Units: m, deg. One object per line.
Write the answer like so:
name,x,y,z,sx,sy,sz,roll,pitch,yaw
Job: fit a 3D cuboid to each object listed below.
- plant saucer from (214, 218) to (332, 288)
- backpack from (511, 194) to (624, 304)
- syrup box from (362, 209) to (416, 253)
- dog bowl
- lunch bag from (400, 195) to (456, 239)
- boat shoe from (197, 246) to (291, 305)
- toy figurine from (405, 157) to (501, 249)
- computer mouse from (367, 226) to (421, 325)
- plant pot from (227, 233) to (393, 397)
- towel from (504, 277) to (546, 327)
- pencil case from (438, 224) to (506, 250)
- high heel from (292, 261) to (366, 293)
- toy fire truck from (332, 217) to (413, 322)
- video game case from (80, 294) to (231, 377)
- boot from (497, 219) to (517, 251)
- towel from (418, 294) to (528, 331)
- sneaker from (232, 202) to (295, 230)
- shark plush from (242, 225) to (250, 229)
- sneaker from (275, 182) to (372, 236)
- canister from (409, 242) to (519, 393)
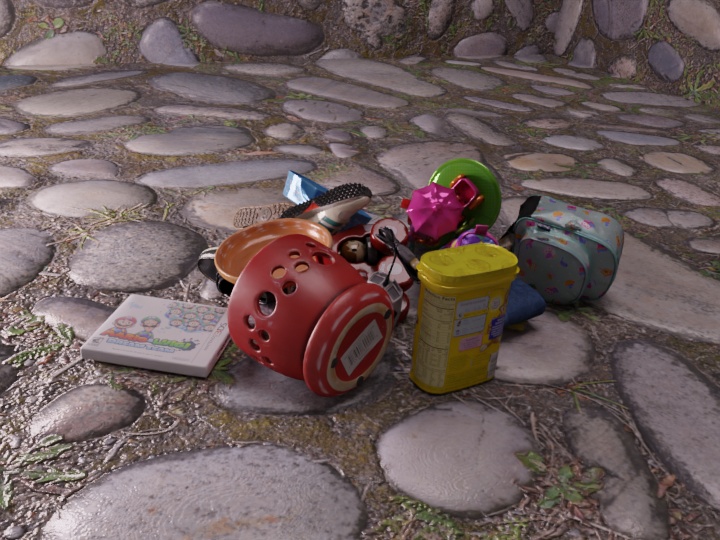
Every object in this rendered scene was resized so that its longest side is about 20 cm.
plant saucer,-0.143,-0.024,1.286,0.199,0.038,0.200,-5,32,3
backpack,0.381,-0.030,1.423,0.199,0.176,0.154,12,44,13
syrup box,0.012,-0.068,1.540,0.199,0.079,0.081,19,29,27
dog bowl,-0.069,-0.127,1.478,0.200,0.050,0.111,35,9,29
lunch bag,0.169,-0.114,1.584,0.175,0.082,0.200,14,5,-4
boat shoe,-0.218,0.017,1.339,0.199,0.075,0.066,23,38,22
toy figurine,0.133,-0.099,1.367,0.150,0.200,0.184,50,32,10
computer mouse,0.038,0.039,1.198,0.044,0.201,0.110,-13,45,-47
plant pot,-0.065,0.069,1.119,0.182,0.201,0.200,28,34,34
towel,0.212,0.060,1.301,0.199,0.049,0.112,-13,32,-31
pencil case,0.183,-0.021,1.326,0.088,0.089,0.200,1,-7,-8
high heel,-0.059,0.012,1.406,0.200,0.068,0.096,-31,17,-34
toy fire truck,0.000,0.000,1.313,0.167,0.112,0.201,-2,52,-6
video game case,-0.308,0.099,1.214,0.199,0.024,0.182,8,26,7
boot,0.302,-0.066,1.562,0.199,0.097,0.075,-8,29,-24
towel,0.203,0.060,1.377,0.199,0.023,0.144,6,27,5
sneaker,-0.155,-0.090,1.528,0.199,0.067,0.090,5,-14,37
shark plush,-0.158,-0.012,1.460,0.199,0.091,0.084,12,39,-34
sneaker,-0.056,-0.087,1.386,0.199,0.094,0.070,-20,26,21
canister,0.149,0.073,1.141,0.148,0.201,0.087,-10,30,-28
